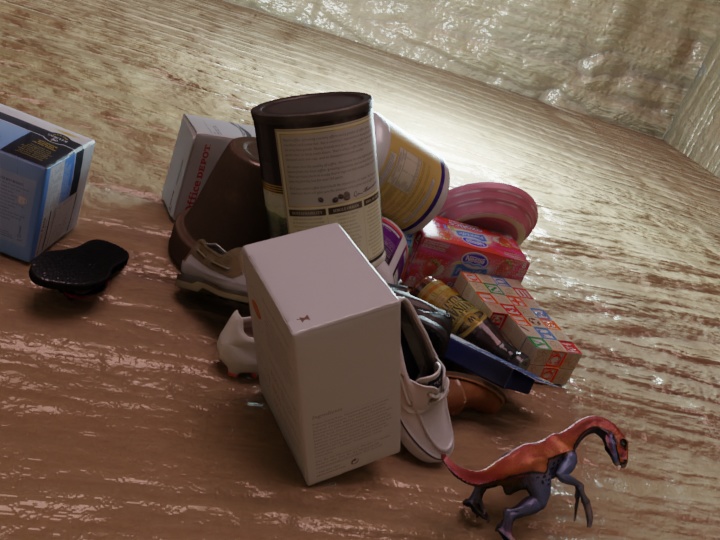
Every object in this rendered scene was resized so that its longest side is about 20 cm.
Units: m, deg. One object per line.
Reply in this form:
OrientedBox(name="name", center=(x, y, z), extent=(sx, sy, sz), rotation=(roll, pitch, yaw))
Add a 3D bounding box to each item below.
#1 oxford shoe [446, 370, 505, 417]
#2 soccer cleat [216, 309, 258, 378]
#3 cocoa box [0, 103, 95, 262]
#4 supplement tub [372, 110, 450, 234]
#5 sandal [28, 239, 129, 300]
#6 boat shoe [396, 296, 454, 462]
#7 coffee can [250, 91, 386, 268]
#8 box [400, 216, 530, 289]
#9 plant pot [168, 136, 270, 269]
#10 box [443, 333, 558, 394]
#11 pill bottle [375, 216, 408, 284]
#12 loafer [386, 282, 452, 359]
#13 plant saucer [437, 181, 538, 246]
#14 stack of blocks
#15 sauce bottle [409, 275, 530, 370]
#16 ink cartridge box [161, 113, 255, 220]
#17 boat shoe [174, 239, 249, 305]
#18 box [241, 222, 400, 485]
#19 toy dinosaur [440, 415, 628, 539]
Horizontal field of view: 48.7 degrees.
OrientedBox(name="oxford shoe", center=(0.096, 0.154, 0.968), extent=(0.199, 0.072, 0.071), rotation=(20, -21, -32))
OrientedBox(name="soccer cleat", center=(-0.070, 0.086, 0.936), extent=(0.199, 0.078, 0.069), rotation=(5, 29, -33))
OrientedBox(name="cocoa box", center=(-0.456, -0.122, 0.976), extent=(0.199, 0.134, 0.131), rotation=(21, 25, -2))
OrientedBox(name="supplement tub", center=(0.024, -0.154, 1.212), extent=(0.200, 0.146, 0.146), rotation=(26, 17, -38))
OrientedBox(name="sandal", center=(-0.330, 0.004, 0.947), extent=(0.075, 0.045, 0.200), rotation=(27, 10, -2))
OrientedBox(name="boat shoe", center=(0.061, 0.121, 0.863), extent=(0.074, 0.065, 0.201), rotation=(-40, 108, -42))
OrientedBox(name="coffee can", center=(-0.048, -0.105, 0.974), extent=(0.145, 0.201, 0.146), rotation=(-5, 21, 2))
OrientedBox(name="box", center=(0.164, -0.018, 1.314), extent=(0.199, 0.096, 0.100), rotation=(13, 27, -19))
OrientedBox(name="plant pot", center=(-0.148, -0.082, 1.100), extent=(0.199, 0.175, 0.201), rotation=(18, 26, -9))
OrientedBox(name="box", center=(0.151, 0.115, 1.033), extent=(0.199, 0.033, 0.121), rotation=(25, 0, 29))
OrientedBox(name="pill bottle", center=(0.000, 0.000, 1.126), extent=(0.112, 0.113, 0.200), rotation=(23, 25, 3))
OrientedBox(name="loafer", center=(0.027, 0.049, 0.995), extent=(0.199, 0.073, 0.071), rotation=(27, 35, 17))
OrientedBox(name="plant saucer", center=(0.211, -0.077, 1.390), extent=(0.199, 0.201, 0.051), rotation=(12, 58, -19))
OrientedBox(name="stack of blocks", center=(0.228, 0.084, 1.204), extent=(0.115, 0.059, 0.200), rotation=(8, 28, -27))
OrientedBox(name="sauce bottle", center=(0.155, 0.083, 1.141), extent=(0.200, 0.066, 0.066), rotation=(36, 28, 32))
OrientedBox(name="ink cartridge box", center=(-0.189, -0.147, 1.228), extent=(0.199, 0.147, 0.084), rotation=(6, 28, -32))
OrientedBox(name="boat shoe", center=(-0.143, 0.005, 0.965), extent=(0.199, 0.069, 0.075), rotation=(12, -7, 32))
OrientedBox(name="box", center=(-0.038, 0.082, 0.800), extent=(0.106, 0.201, 0.152), rotation=(-15, 38, -18))
OrientedBox(name="toy dinosaur", center=(0.201, 0.204, 0.827), extent=(0.181, 0.200, 0.105), rotation=(-44, 45, -15))
